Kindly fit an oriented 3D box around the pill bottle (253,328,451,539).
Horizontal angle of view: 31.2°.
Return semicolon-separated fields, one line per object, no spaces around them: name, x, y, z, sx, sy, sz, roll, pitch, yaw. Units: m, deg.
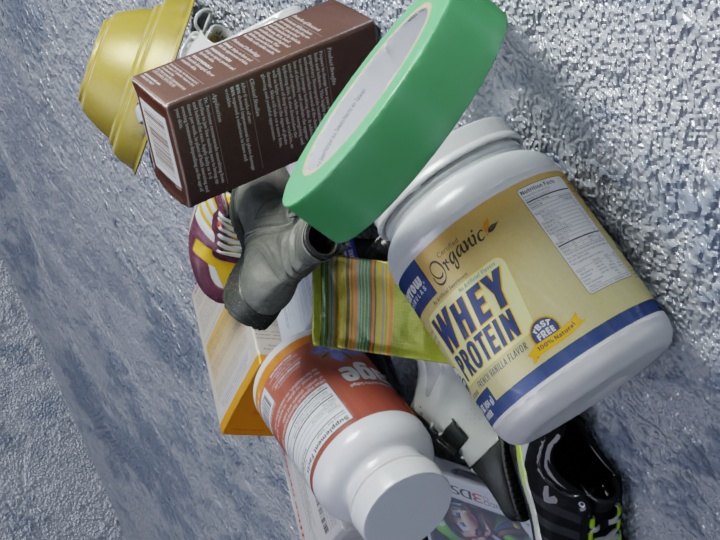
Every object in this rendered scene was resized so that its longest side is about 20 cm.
pill bottle;-0.006;0.147;1.127;0.200;0.112;0.112;48;153;46

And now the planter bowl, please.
planter bowl;-0.242;-0.207;1.346;0.200;0.083;0.201;-161;90;-79

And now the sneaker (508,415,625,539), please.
sneaker;0.181;0.200;1.056;0.200;0.072;0.083;65;155;-5

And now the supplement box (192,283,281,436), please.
supplement box;-0.116;0.062;1.392;0.126;0.073;0.200;-60;36;41

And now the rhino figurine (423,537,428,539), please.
rhino figurine;0.074;0.239;1.331;0.200;0.060;0.088;1;105;61

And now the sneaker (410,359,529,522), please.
sneaker;0.093;0.127;1.125;0.088;0.074;0.200;-20;89;30

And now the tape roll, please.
tape roll;0.022;-0.114;0.903;0.048;0.200;0.200;36;160;-12

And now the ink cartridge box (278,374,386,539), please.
ink cartridge box;-0.016;0.209;1.317;0.200;0.084;0.146;119;139;-65

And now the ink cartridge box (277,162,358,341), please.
ink cartridge box;-0.046;-0.045;1.210;0.200;0.041;0.200;117;145;-51

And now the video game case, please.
video game case;0.139;0.279;1.225;0.182;0.023;0.200;13;128;40

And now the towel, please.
towel;0.051;0.037;1.069;0.200;0.018;0.086;7;113;22

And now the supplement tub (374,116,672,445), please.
supplement tub;0.109;0.006;0.912;0.200;0.144;0.144;56;156;15

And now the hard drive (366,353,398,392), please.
hard drive;-0.038;0.080;1.420;0.200;0.042;0.135;6;119;63

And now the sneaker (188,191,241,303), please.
sneaker;-0.125;-0.052;1.254;0.090;0.075;0.200;-125;38;-65

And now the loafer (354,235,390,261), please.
loafer;0.000;0.000;1.223;0.070;0.068;0.201;50;158;7

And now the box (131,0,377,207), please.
box;-0.081;-0.143;1.078;0.075;0.200;0.100;41;148;46

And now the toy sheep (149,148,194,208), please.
toy sheep;-0.159;-0.128;1.355;0.138;0.138;0.200;58;169;13

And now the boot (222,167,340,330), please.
boot;-0.053;-0.052;1.100;0.131;0.068;0.200;-44;31;35

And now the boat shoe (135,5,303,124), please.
boat shoe;-0.133;-0.200;1.202;0.202;0.075;0.086;-17;87;30
